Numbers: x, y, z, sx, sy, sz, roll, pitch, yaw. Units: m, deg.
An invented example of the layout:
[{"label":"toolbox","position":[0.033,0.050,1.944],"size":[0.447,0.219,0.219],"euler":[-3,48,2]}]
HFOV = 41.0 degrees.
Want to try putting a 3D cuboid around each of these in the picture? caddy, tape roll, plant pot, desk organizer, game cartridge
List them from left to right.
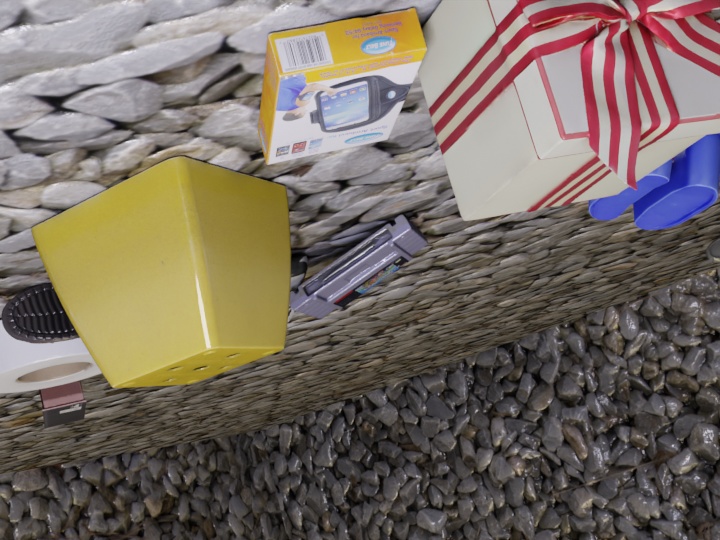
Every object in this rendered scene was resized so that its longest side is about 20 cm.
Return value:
[{"label":"tape roll","position":[-0.431,0.110,1.340],"size":[0.200,0.071,0.203],"euler":[-16,167,-4]},{"label":"desk organizer","position":[-0.519,0.214,1.667],"size":[0.071,0.078,0.200],"euler":[-11,167,-20]},{"label":"plant pot","position":[-0.185,0.017,0.993],"size":[0.199,0.178,0.200],"euler":[-21,167,24]},{"label":"game cartridge","position":[0.000,0.000,1.364],"size":[0.199,0.039,0.130],"euler":[-35,160,9]},{"label":"caddy","position":[0.368,-0.131,1.213],"size":[0.140,0.106,0.200],"euler":[10,162,-11]}]

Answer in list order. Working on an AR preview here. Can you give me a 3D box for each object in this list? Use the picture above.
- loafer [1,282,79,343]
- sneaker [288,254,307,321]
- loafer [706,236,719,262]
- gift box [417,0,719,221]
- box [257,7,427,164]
[{"label":"loafer","position":[-0.342,0.054,1.196],"size":[0.198,0.074,0.071],"euler":[-9,165,-29]},{"label":"sneaker","position":[-0.113,0.035,1.392],"size":[0.073,0.081,0.200],"euler":[-9,164,-18]},{"label":"loafer","position":[0.876,-0.077,2.169],"size":[0.199,0.070,0.070],"euler":[-26,161,11]},{"label":"gift box","position":[0.168,-0.140,0.715],"size":[0.183,0.202,0.187],"euler":[-16,167,-23]},{"label":"box","position":[-0.023,-0.144,0.811],"size":[0.118,0.042,0.200],"euler":[-13,165,-11]}]
